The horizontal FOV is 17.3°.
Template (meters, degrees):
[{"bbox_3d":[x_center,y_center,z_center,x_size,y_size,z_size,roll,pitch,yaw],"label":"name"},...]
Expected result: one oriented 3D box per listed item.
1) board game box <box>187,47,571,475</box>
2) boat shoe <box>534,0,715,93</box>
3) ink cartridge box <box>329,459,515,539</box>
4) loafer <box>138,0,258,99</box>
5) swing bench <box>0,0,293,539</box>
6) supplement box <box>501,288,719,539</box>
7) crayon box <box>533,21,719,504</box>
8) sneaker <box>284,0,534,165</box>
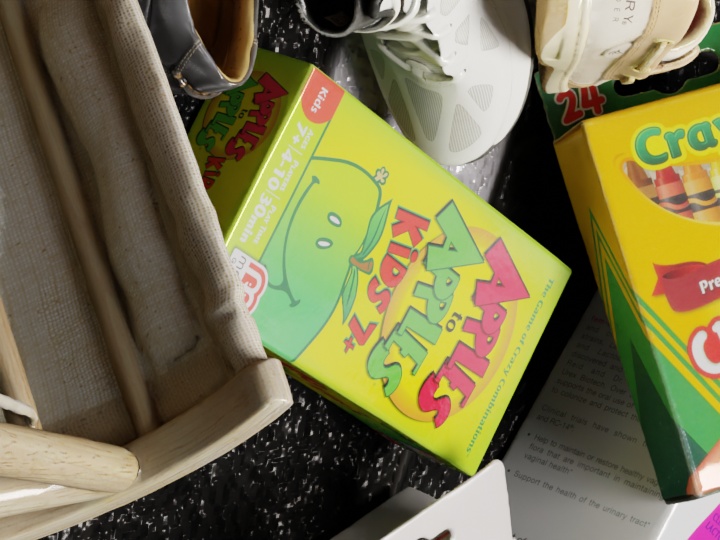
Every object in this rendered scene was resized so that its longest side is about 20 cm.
[{"bbox_3d":[0.000,0.000,0.963,0.200,0.048,0.102,35,78,-47],"label":"board game box"},{"bbox_3d":[0.109,-0.105,0.957,0.200,0.069,0.074,-36,131,-81],"label":"boat shoe"},{"bbox_3d":[0.010,0.177,1.019,0.116,0.068,0.201,-30,127,-36],"label":"ink cartridge box"},{"bbox_3d":[-0.056,-0.159,0.825,0.073,0.072,0.201,-15,114,-42],"label":"loafer"},{"bbox_3d":[-0.151,-0.024,0.666,0.200,0.130,0.199,2,61,-49],"label":"swing bench"},{"bbox_3d":[0.136,0.102,1.106,0.101,0.103,0.200,43,71,-45],"label":"supplement box"},{"bbox_3d":[0.165,-0.012,1.032,0.127,0.051,0.201,-17,85,-14],"label":"crayon box"},{"bbox_3d":[0.006,-0.101,0.884,0.115,0.075,0.201,-54,146,-40],"label":"sneaker"}]
